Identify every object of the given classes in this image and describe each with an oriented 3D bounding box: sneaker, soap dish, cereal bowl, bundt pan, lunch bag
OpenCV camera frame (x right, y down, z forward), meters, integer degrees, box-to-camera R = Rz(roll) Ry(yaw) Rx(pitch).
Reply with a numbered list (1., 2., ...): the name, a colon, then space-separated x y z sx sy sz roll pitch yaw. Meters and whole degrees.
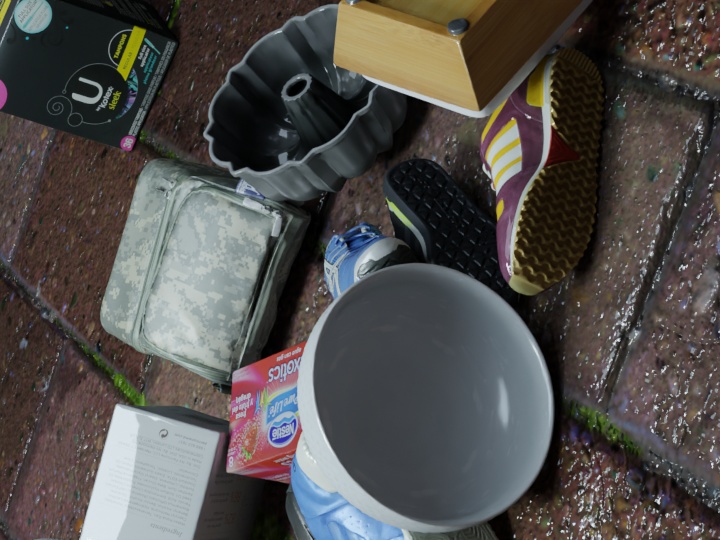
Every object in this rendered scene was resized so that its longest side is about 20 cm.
1. sneaker: 0.132 -0.071 1.469 0.090 0.075 0.201 -15 55 53
2. soap dish: 0.090 -0.220 1.482 0.157 0.081 0.200 24 62 39
3. sneaker: 0.023 0.211 1.474 0.200 0.077 0.111 36 138 16
4. sneaker: 0.077 -0.011 1.558 0.200 0.071 0.083 -117 17 -44
5. sneaker: 0.000 0.000 1.564 0.077 0.075 0.200 64 168 8
6. cereal bowl: 0.041 0.100 1.423 0.083 0.199 0.201 143 134 -62
7. bundt pan: -0.040 -0.144 1.725 0.201 0.076 0.202 -21 44 22
8. lunch bag: -0.138 0.001 1.826 0.167 0.139 0.201 24 98 43

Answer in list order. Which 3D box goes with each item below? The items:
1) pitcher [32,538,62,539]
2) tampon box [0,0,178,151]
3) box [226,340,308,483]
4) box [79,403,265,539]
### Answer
1. pitcher: -0.298 0.373 1.942 0.200 0.121 0.172 19 109 49
2. tampon box: -0.341 -0.252 2.200 0.150 0.199 0.126 -64 32 18
3. box: -0.021 0.118 1.603 0.200 0.099 0.096 -24 58 52
4. box: -0.171 0.230 1.720 0.106 0.152 0.201 15 88 18
